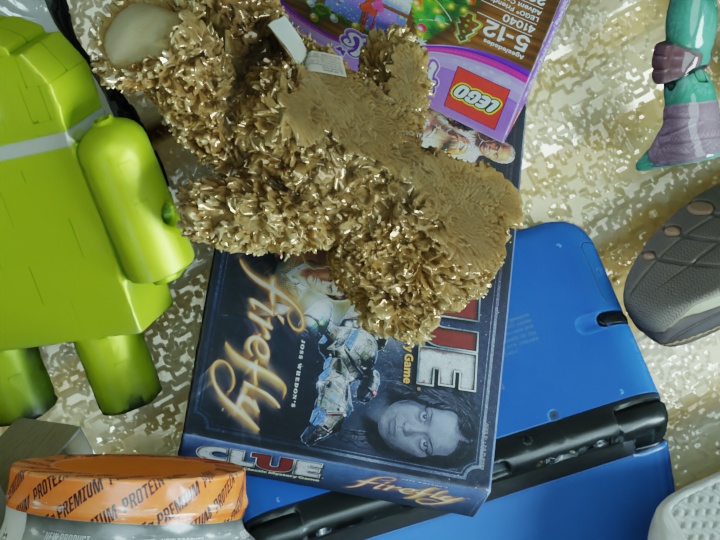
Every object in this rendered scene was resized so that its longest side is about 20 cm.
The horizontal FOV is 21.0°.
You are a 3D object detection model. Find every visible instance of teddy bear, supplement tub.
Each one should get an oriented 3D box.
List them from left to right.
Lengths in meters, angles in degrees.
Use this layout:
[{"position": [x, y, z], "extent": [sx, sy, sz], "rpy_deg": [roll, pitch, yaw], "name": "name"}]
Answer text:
[{"position": [-0.096, 0.178, 0.779], "extent": [0.121, 0.123, 0.202], "rpy_deg": [1, 90, -6], "name": "supplement tub"}, {"position": [-0.026, -0.057, 0.815], "extent": [0.199, 0.067, 0.146], "rpy_deg": [29, 51, -22], "name": "teddy bear"}]

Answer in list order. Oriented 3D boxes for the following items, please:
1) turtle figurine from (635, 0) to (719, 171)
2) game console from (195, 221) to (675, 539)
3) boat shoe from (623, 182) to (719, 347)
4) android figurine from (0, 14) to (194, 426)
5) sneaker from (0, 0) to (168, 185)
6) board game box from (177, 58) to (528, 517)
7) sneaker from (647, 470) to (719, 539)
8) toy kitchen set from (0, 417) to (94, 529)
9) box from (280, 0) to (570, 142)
[{"position": [0.154, -0.155, 0.905], "extent": [0.148, 0.101, 0.202], "rpy_deg": [-14, 95, -6], "name": "turtle figurine"}, {"position": [0.040, 0.097, 0.922], "extent": [0.198, 0.119, 0.172], "rpy_deg": [-16, 59, -7], "name": "game console"}, {"position": [0.218, -0.013, 0.909], "extent": [0.199, 0.075, 0.074], "rpy_deg": [-29, 122, -5], "name": "boat shoe"}, {"position": [-0.158, -0.027, 0.847], "extent": [0.181, 0.041, 0.202], "rpy_deg": [-6, 113, 29], "name": "android figurine"}, {"position": [-0.149, -0.073, 0.886], "extent": [0.079, 0.074, 0.201], "rpy_deg": [-33, 86, 0], "name": "sneaker"}, {"position": [0.000, 0.000, 0.872], "extent": [0.134, 0.035, 0.202], "rpy_deg": [10, 62, -6], "name": "board game box"}, {"position": [0.192, 0.140, 0.906], "extent": [0.199, 0.074, 0.119], "rpy_deg": [-14, 130, -38], "name": "sneaker"}, {"position": [-0.237, 0.122, 0.835], "extent": [0.200, 0.179, 0.164], "rpy_deg": [-51, 132, -38], "name": "toy kitchen set"}, {"position": [0.000, -0.155, 0.854], "extent": [0.199, 0.137, 0.039], "rpy_deg": [26, 48, 6], "name": "box"}]
